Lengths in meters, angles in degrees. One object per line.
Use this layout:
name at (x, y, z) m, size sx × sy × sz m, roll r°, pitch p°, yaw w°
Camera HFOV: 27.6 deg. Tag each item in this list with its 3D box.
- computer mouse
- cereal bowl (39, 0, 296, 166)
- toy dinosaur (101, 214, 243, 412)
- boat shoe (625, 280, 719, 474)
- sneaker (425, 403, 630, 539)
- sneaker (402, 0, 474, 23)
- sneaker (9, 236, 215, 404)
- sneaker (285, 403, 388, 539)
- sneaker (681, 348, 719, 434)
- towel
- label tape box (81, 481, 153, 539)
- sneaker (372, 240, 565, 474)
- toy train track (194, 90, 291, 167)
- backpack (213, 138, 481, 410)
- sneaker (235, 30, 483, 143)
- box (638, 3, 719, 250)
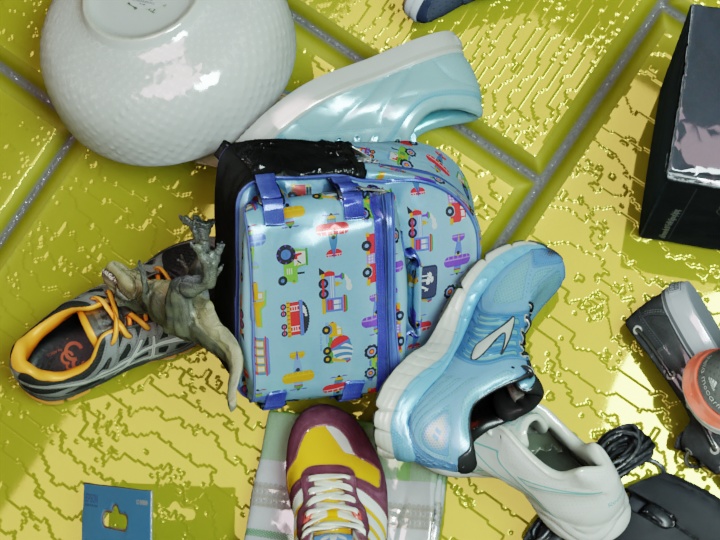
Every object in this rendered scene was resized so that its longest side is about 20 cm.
computer mouse at (0.222, 0.197, 1.013) m, size 0.199 × 0.053 × 0.138 m, roll 35°, pitch 65°, yaw 23°
cereal bowl at (-0.152, -0.182, 1.095) m, size 0.198 × 0.084 × 0.202 m, roll -6°, pitch 59°, yaw 9°
toy dinosaur at (-0.116, 0.014, 0.999) m, size 0.047 × 0.200 × 0.089 m, roll 4°, pitch 108°, yaw -34°
boat shoe at (0.254, 0.109, 1.058) m, size 0.066 × 0.070 × 0.201 m, roll -29°, pitch 84°, yaw 21°
sneaker at (0.101, 0.116, 1.033) m, size 0.199 × 0.081 × 0.071 m, roll 22°, pitch 57°, yaw 30°
sneaker at (0.133, -0.236, 1.113) m, size 0.200 × 0.070 × 0.109 m, roll -42°, pitch 78°, yaw -4°
sneaker at (-0.176, 0.038, 1.105) m, size 0.199 × 0.077 × 0.079 m, roll -33°, pitch 78°, yaw -1°
sneaker at (-0.014, 0.180, 1.017) m, size 0.074 × 0.090 × 0.202 m, roll -12°, pitch 66°, yaw 0°
sneaker at (0.319, 0.071, 1.009) m, size 0.198 × 0.082 × 0.078 m, roll -7°, pitch 70°, yaw -30°
towel at (-0.015, 0.205, 1.067) m, size 0.147 × 0.031 × 0.202 m, roll 6°, pitch 70°, yaw 5°
label tape box at (-0.153, 0.256, 1.034) m, size 0.063 × 0.144 × 0.203 m, roll 8°, pitch 82°, yaw -29°
sneaker at (0.093, 0.065, 1.002) m, size 0.089 × 0.079 × 0.200 m, roll 22°, pitch 57°, yaw 26°
toy train track at (-0.064, -0.123, 1.140) m, size 0.198 × 0.033 × 0.116 m, roll 11°, pitch 76°, yaw 2°
backpack at (0.000, 0.000, 1.036) m, size 0.198 × 0.135 × 0.185 m, roll -2°, pitch 110°, yaw -17°
sneaker at (0.002, -0.104, 1.084) m, size 0.198 × 0.074 × 0.083 m, roll -27°, pitch 77°, yaw -7°
box at (0.304, -0.082, 1.008) m, size 0.194 × 0.200 × 0.125 m, roll 8°, pitch 81°, yaw 6°
